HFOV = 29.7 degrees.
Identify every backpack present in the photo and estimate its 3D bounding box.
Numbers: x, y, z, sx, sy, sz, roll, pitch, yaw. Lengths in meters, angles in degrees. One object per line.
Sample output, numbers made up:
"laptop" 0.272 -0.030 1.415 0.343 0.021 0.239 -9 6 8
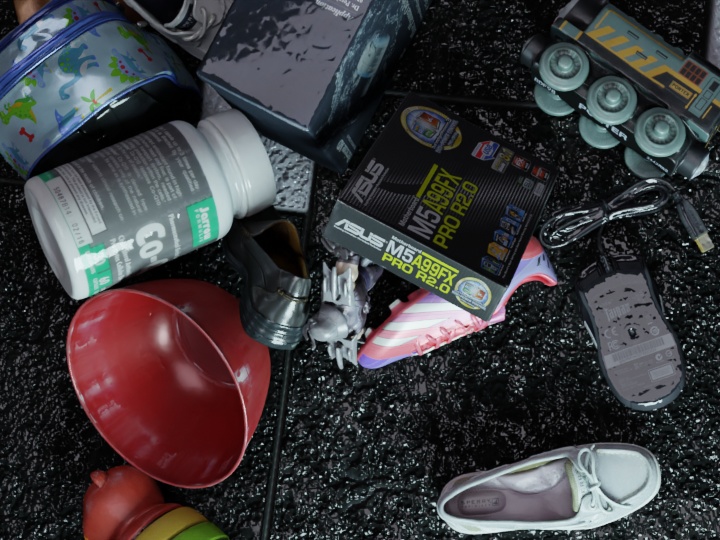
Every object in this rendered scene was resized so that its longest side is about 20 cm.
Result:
"backpack" -0.259 -0.162 1.249 0.183 0.200 0.147 -38 87 3

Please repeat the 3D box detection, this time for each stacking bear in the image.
"stacking bear" -0.179 0.264 1.241 0.114 0.121 0.200 -46 71 3

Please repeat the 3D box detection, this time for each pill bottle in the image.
"pill bottle" -0.182 -0.063 1.193 0.199 0.113 0.114 -25 79 -19

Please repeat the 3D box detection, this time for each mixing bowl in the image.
"mixing bowl" -0.156 0.085 1.236 0.199 0.108 0.201 16 122 26

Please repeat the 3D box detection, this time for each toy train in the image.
"toy train" 0.246 -0.169 1.241 0.200 0.085 0.114 37 78 13

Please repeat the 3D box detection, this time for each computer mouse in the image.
"computer mouse" 0.261 0.018 1.230 0.140 0.046 0.201 -25 76 5

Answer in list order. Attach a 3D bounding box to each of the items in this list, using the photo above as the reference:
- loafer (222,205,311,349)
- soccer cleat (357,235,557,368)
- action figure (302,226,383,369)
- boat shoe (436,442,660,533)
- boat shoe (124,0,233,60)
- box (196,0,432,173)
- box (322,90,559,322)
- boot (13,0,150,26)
"loafer" -0.076 -0.016 1.228 0.072 0.201 0.073 14 121 -27
"soccer cleat" 0.086 0.036 1.247 0.200 0.067 0.077 -38 83 0
"action figure" 0.000 0.000 1.204 0.069 0.131 0.200 24 47 14
"boat shoe" 0.167 0.197 1.210 0.200 0.065 0.075 -8 82 8
"boat shoe" -0.167 -0.242 1.279 0.199 0.065 0.074 30 111 -20
"box" -0.033 -0.215 1.229 0.117 0.197 0.201 27 88 10
"box" 0.075 -0.061 1.186 0.159 0.200 0.044 29 130 3
"boot" -0.254 -0.326 1.355 0.198 0.068 0.190 -6 95 13
